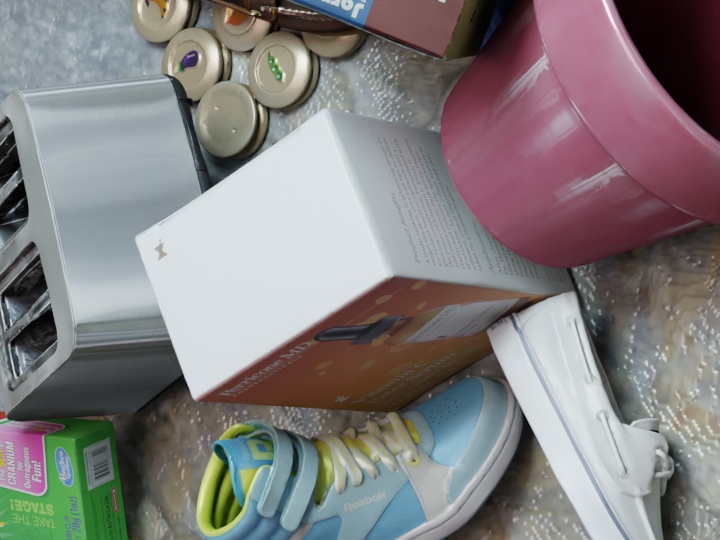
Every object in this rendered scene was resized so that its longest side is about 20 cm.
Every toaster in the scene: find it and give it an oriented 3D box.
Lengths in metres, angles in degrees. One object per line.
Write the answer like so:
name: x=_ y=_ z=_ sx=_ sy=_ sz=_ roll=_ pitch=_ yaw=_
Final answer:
toaster: x=-0.163 y=-0.013 z=1.604 sx=0.200 sy=0.119 sz=0.181 roll=-36 pitch=64 yaw=58

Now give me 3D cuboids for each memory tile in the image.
memory tile: x=-0.085 y=-0.185 z=1.668 sx=0.153 sy=0.017 sz=0.200 roll=-42 pitch=65 yaw=25

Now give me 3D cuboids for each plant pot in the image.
plant pot: x=0.146 y=-0.095 z=1.406 sx=0.179 sy=0.200 sz=0.200 roll=-36 pitch=66 yaw=43

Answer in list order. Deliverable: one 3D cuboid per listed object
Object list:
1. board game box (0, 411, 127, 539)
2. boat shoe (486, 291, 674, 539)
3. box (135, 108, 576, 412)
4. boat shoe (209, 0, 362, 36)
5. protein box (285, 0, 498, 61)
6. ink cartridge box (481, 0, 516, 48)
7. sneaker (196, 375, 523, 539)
board game box: x=-0.241 y=0.169 z=1.706 sx=0.200 sy=0.040 sz=0.153 roll=2 pitch=104 yaw=35
boat shoe: x=0.142 y=0.105 z=1.451 sx=0.065 sy=0.074 sz=0.200 roll=-29 pitch=82 yaw=5
box: x=0.000 y=0.000 z=1.481 sx=0.152 sy=0.200 sz=0.106 roll=-32 pitch=69 yaw=29
boat shoe: x=-0.068 y=-0.191 z=1.605 sx=0.200 sy=0.070 sz=0.070 roll=14 pitch=93 yaw=33
protein box: x=0.028 y=-0.228 z=1.393 sx=0.135 sy=0.200 sz=0.199 roll=21 pitch=98 yaw=5
ink cartridge box: x=0.120 y=-0.218 z=1.506 sx=0.200 sy=0.042 sz=0.119 roll=-39 pitch=65 yaw=27
sneaker: x=-0.008 y=0.112 z=1.496 sx=0.200 sy=0.131 sz=0.080 roll=-42 pitch=36 yaw=5
